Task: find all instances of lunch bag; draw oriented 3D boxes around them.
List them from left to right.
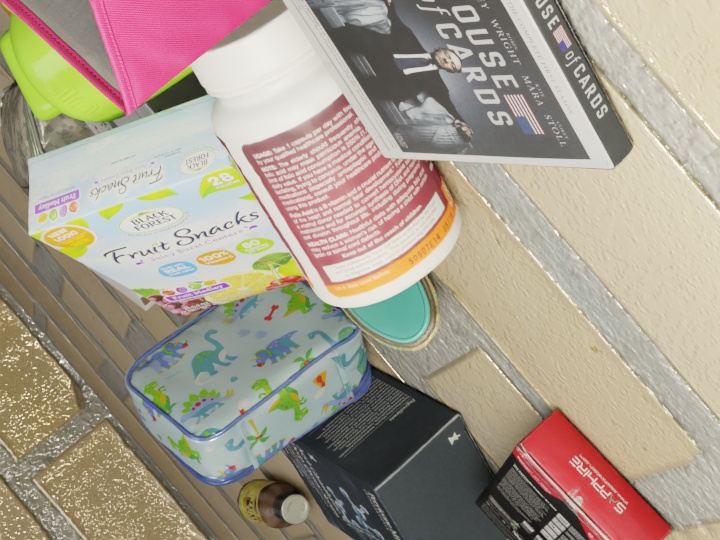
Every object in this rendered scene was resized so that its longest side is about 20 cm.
[{"bbox_3d":[-0.259,-0.121,1.501,0.168,0.139,0.200,55,165,-12],"label":"lunch bag"},{"bbox_3d":[-0.102,0.092,1.454,0.161,0.200,0.083,31,148,42],"label":"lunch bag"}]

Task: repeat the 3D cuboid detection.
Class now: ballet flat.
[{"bbox_3d":[0.000,0.000,1.258,0.200,0.071,0.071,38,159,32],"label":"ballet flat"}]

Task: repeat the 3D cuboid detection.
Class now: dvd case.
[{"bbox_3d":[0.044,-0.122,0.890,0.200,0.025,0.150,9,139,53],"label":"dvd case"}]

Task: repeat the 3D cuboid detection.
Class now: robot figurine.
[{"bbox_3d":[-0.161,-0.176,1.100,0.200,0.175,0.116,-26,89,40],"label":"robot figurine"}]

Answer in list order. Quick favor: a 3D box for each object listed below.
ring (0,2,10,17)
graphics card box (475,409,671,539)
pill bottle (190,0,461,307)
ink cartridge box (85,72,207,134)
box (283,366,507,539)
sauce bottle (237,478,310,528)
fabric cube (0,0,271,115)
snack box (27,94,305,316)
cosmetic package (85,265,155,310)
[{"bbox_3d":[-0.338,-0.275,1.493,0.200,0.019,0.201,47,165,17],"label":"ring"},{"bbox_3d":[0.162,0.193,1.263,0.125,0.051,0.200,46,161,12],"label":"graphics card box"},{"bbox_3d":[-0.025,-0.085,1.040,0.114,0.114,0.200,21,147,57],"label":"pill bottle"},{"bbox_3d":[-0.148,-0.120,1.319,0.145,0.084,0.200,50,163,-1],"label":"ink cartridge box"},{"bbox_3d":[0.028,0.186,1.487,0.200,0.107,0.149,23,148,54],"label":"box"},{"bbox_3d":[-0.117,0.319,2.193,0.065,0.065,0.200,52,162,-7],"label":"sauce bottle"},{"bbox_3d":[-0.118,-0.244,0.802,0.196,0.199,0.200,43,162,24],"label":"fabric cube"},{"bbox_3d":[-0.117,-0.042,1.169,0.200,0.168,0.068,36,-137,-56],"label":"snack box"},{"bbox_3d":[-0.242,-0.050,1.656,0.200,0.113,0.081,27,152,49],"label":"cosmetic package"}]
